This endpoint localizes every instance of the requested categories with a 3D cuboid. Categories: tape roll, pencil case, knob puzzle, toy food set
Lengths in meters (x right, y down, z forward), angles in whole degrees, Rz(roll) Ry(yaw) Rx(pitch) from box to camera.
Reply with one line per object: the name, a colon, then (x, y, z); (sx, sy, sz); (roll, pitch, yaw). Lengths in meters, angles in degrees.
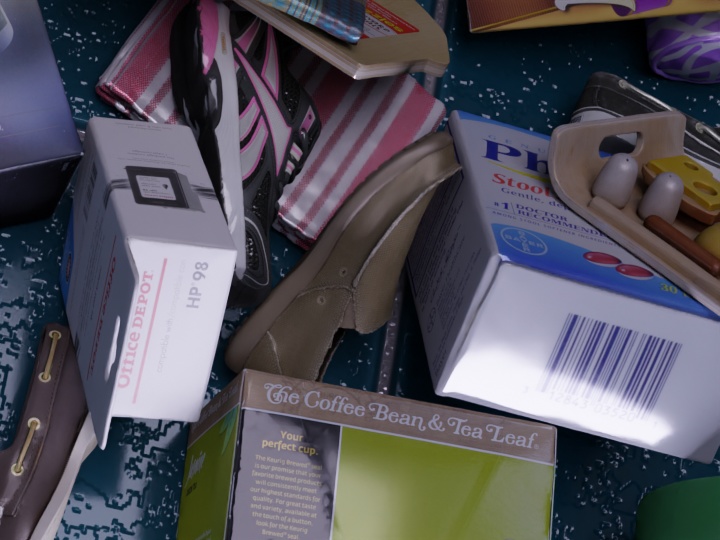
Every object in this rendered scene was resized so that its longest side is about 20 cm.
tape roll: (0.267, 0.177, 1.440); (0.199, 0.200, 0.049); (14, 70, -14)
pencil case: (0.235, -0.230, 1.618); (0.083, 0.085, 0.202); (9, 72, -38)
knob puzzle: (-0.029, -0.168, 1.486); (0.218, 0.220, 0.031); (22, 111, -11)
toy food set: (0.226, -0.035, 1.412); (0.200, 0.061, 0.143); (39, 30, 30)

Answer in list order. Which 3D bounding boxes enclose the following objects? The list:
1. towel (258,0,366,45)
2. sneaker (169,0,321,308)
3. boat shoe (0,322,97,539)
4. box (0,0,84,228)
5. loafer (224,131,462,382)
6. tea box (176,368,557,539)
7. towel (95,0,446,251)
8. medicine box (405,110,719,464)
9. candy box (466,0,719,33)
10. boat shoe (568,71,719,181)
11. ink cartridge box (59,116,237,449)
towel: (-0.087, -0.199, 1.421); (0.199, 0.147, 0.022); (25, 110, -7)
sneaker: (-0.062, -0.076, 1.444); (0.086, 0.080, 0.202); (3, 71, -22)
boat shoe: (-0.196, 0.123, 1.377); (0.059, 0.072, 0.201); (24, 64, -3)
box: (-0.292, -0.121, 1.391); (0.198, 0.123, 0.200); (-14, 77, -22)
loafer: (0.000, 0.000, 1.439); (0.067, 0.076, 0.200); (42, 106, 2)
tea box: (-0.003, 0.181, 1.387); (0.198, 0.134, 0.198); (12, 71, -15)
towel: (-0.055, -0.109, 1.519); (0.199, 0.030, 0.147); (37, 64, -5)
medicine box: (0.133, 0.007, 1.449); (0.181, 0.104, 0.200); (15, 27, -14)
candy box: (0.164, -0.224, 1.537); (0.198, 0.056, 0.118); (-4, 106, 14)
boat shoe: (0.232, -0.068, 1.575); (0.199, 0.071, 0.064); (30, 60, -12)
ink cartridge box: (-0.123, 0.008, 1.354); (0.066, 0.117, 0.200); (6, 27, -18)
